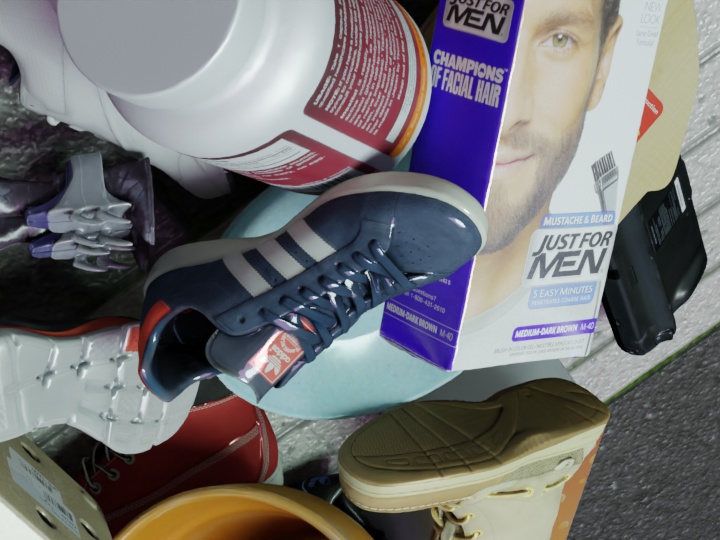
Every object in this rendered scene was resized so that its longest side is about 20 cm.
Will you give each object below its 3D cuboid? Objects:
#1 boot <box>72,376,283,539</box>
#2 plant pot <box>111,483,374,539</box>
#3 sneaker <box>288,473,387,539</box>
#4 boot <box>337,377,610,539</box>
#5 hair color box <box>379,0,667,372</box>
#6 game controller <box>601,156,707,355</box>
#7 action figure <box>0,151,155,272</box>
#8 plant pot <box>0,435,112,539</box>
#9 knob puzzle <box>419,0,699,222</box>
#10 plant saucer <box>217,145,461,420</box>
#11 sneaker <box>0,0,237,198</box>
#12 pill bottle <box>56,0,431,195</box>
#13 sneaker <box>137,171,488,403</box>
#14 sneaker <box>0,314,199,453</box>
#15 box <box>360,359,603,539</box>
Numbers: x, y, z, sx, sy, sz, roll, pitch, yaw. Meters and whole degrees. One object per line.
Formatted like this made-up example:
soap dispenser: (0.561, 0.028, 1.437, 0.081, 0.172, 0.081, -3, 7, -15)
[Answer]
boot: (-0.154, 0.109, 0.962, 0.200, 0.072, 0.144, -21, 129, -12)
plant pot: (-0.048, 0.228, 0.957, 0.200, 0.200, 0.183, -42, 166, 10)
sneaker: (0.002, 0.236, 1.087, 0.078, 0.200, 0.070, -27, -174, 23)
boot: (0.059, 0.155, 0.970, 0.200, 0.073, 0.156, -11, 128, -39)
hair color box: (0.084, -0.053, 0.807, 0.109, 0.065, 0.200, -4, 109, -40)
game controller: (0.189, -0.028, 1.038, 0.104, 0.042, 0.200, -61, 146, -25)
action figure: (-0.206, -0.028, 0.782, 0.200, 0.070, 0.130, -2, 150, -11)
plant pot: (-0.240, 0.174, 0.844, 0.177, 0.200, 0.200, -42, 115, -2)
knob puzzle: (0.117, -0.115, 0.912, 0.219, 0.030, 0.220, -6, 107, -20)
plant saucer: (0.000, 0.000, 0.883, 0.201, 0.039, 0.201, -11, 130, -13)
sneaker: (-0.125, -0.101, 0.791, 0.087, 0.075, 0.200, -19, 141, 16)
pill bottle: (-0.049, -0.101, 0.705, 0.113, 0.113, 0.200, -43, 162, 12)
sneaker: (-0.028, 0.018, 0.759, 0.200, 0.085, 0.075, -20, 130, 31)
sneaker: (-0.169, 0.050, 0.848, 0.200, 0.082, 0.077, 14, 96, -55)
box: (0.080, 0.160, 1.121, 0.124, 0.098, 0.200, -10, 133, -23)
